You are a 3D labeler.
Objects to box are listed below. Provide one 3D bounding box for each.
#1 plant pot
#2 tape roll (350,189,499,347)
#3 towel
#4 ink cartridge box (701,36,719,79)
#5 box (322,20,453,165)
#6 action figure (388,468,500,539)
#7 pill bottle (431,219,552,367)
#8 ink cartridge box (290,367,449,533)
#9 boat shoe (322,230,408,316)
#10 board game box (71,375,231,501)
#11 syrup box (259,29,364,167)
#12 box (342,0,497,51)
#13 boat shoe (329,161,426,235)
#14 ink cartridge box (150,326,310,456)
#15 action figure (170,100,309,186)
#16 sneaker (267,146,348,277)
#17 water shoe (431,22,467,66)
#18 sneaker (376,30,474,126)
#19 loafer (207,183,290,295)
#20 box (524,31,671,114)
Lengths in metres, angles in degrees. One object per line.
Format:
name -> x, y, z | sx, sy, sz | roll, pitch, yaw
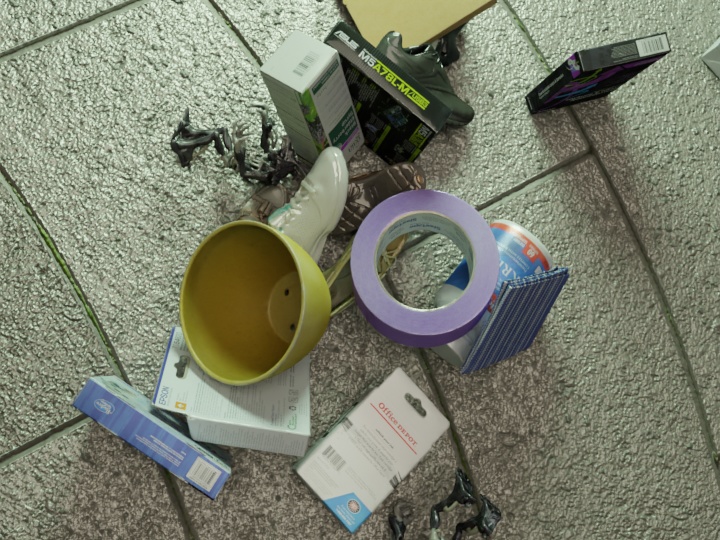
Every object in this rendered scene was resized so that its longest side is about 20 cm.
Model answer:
plant pot -> -0.115, 0.045, 1.168 | 0.197, 0.141, 0.204 | -3, 84, 31
tape roll -> 0.085, -0.003, 1.203 | 0.196, 0.066, 0.204 | -1, 71, 1
towel -> 0.213, 0.064, 1.235 | 0.024, 0.199, 0.147 | 36, 115, 27
ink cartridge box -> 0.658, -0.403, 1.446 | 0.067, 0.116, 0.200 | 45, 76, 0
box -> 0.019, -0.233, 1.252 | 0.192, 0.200, 0.048 | 36, 75, -2
action figure -> 0.096, 0.369, 1.212 | 0.119, 0.102, 0.200 | 41, 101, -8
pill bottle -> 0.176, 0.036, 1.281 | 0.112, 0.112, 0.201 | 40, 76, -2
ink cartridge box -> 0.015, 0.244, 1.237 | 0.200, 0.068, 0.116 | -44, 90, -14
boat shoe -> -0.002, -0.001, 1.268 | 0.200, 0.063, 0.074 | -39, 112, -13
board game box -> -0.252, 0.204, 1.125 | 0.199, 0.199, 0.044 | 35, 81, -3
syrup box -> -0.061, -0.222, 1.231 | 0.081, 0.201, 0.079 | 32, 73, 26
box -> 0.080, -0.411, 1.333 | 0.198, 0.021, 0.165 | -30, 73, 8
boat shoe -> 0.001, -0.102, 1.294 | 0.196, 0.072, 0.077 | -14, 98, 6
ink cartridge box -> -0.162, 0.153, 1.163 | 0.196, 0.200, 0.041 | 13, 115, -8
action figure -> -0.159, -0.175, 1.250 | 0.196, 0.119, 0.104 | 12, 116, 0
sneaker -> -0.082, -0.076, 1.220 | 0.087, 0.075, 0.203 | 9, 115, -30
water shoe -> 0.135, -0.412, 1.382 | 0.078, 0.071, 0.203 | 20, 82, -27
sneaker -> 0.098, -0.276, 1.305 | 0.198, 0.076, 0.092 | 22, 100, -34
loafer -> -0.158, -0.039, 1.255 | 0.071, 0.063, 0.202 | 32, 76, -1
box -> 0.344, -0.287, 1.324 | 0.141, 0.200, 0.037 | -15, 87, -12
